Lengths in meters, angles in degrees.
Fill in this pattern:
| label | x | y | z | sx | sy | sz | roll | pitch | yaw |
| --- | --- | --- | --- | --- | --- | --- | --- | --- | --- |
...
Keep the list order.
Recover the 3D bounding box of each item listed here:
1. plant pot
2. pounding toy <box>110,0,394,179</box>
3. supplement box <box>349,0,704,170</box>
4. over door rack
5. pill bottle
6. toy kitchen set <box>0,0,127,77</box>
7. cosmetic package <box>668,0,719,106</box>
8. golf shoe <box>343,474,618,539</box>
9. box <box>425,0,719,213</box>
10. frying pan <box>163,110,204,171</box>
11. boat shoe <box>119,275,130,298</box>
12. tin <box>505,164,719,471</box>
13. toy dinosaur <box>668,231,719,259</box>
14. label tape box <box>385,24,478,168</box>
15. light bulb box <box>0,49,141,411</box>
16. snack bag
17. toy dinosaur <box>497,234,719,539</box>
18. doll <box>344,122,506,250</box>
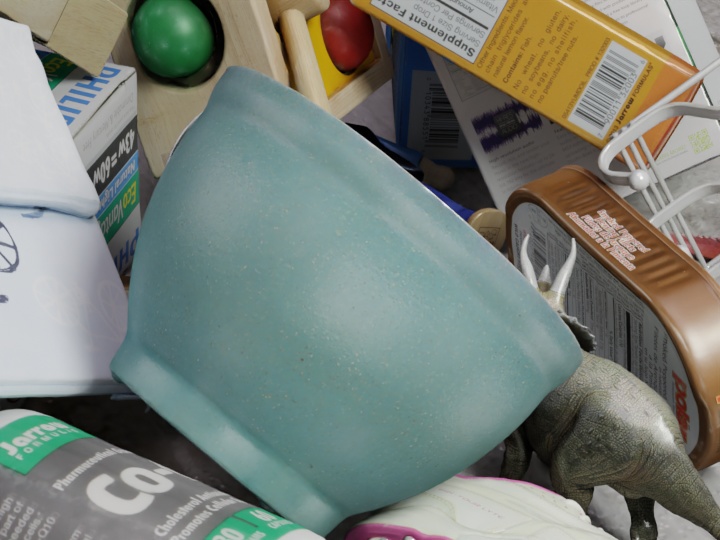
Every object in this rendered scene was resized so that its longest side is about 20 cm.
| label | x | y | z | sx | sy | sz | roll | pitch | yaw |
| --- | --- | --- | --- | --- | --- | --- | --- | --- | --- |
| plant pot | -0.023 | 0.029 | 0.685 | 0.200 | 0.200 | 0.134 | 34 | 81 | 37 |
| pounding toy | -0.056 | -0.141 | 0.918 | 0.141 | 0.185 | 0.200 | -9 | 19 | 26 |
| supplement box | 0.095 | -0.134 | 0.912 | 0.199 | 0.069 | 0.067 | 33 | 15 | 8 |
| over door rack | 0.235 | -0.074 | 0.872 | 0.200 | 0.148 | 0.067 | -44 | 44 | -7 |
| pill bottle | -0.117 | 0.124 | 0.638 | 0.199 | 0.114 | 0.113 | 20 | 35 | 21 |
| toy kitchen set | -0.261 | -0.115 | 0.798 | 0.162 | 0.181 | 0.200 | 25 | -2 | 23 |
| cosmetic package | 0.166 | -0.163 | 1.029 | 0.081 | 0.201 | 0.113 | -25 | 1 | 31 |
| golf shoe | 0.094 | 0.132 | 0.697 | 0.199 | 0.076 | 0.092 | 16 | 31 | 15 |
| box | 0.118 | -0.134 | 0.960 | 0.144 | 0.201 | 0.036 | -24 | 2 | 12 |
| frying pan | -0.036 | 0.005 | 0.796 | 0.115 | 0.191 | 0.031 | -29 | 11 | -32 |
| boat shoe | -0.083 | 0.039 | 0.824 | 0.199 | 0.065 | 0.072 | 3 | 3 | -37 |
| tin | 0.136 | 0.025 | 0.832 | 0.042 | 0.113 | 0.200 | -24 | 39 | -15 |
| toy dinosaur | 0.305 | 0.017 | 0.934 | 0.199 | 0.105 | 0.182 | -28 | 43 | 11 |
| label tape box | 0.054 | -0.184 | 1.109 | 0.063 | 0.145 | 0.200 | 2 | 33 | -2 |
| light bulb box | -0.245 | -0.033 | 0.855 | 0.199 | 0.126 | 0.199 | 11 | 33 | 11 |
| snack bag | -0.163 | -0.033 | 0.680 | 0.201 | 0.021 | 0.188 | 67 | 19 | 13 |
| toy dinosaur | 0.108 | 0.077 | 0.753 | 0.077 | 0.103 | 0.200 | -12 | 35 | -24 |
| doll | 0.008 | -0.058 | 0.998 | 0.136 | 0.049 | 0.200 | -7 | 31 | -36 |
